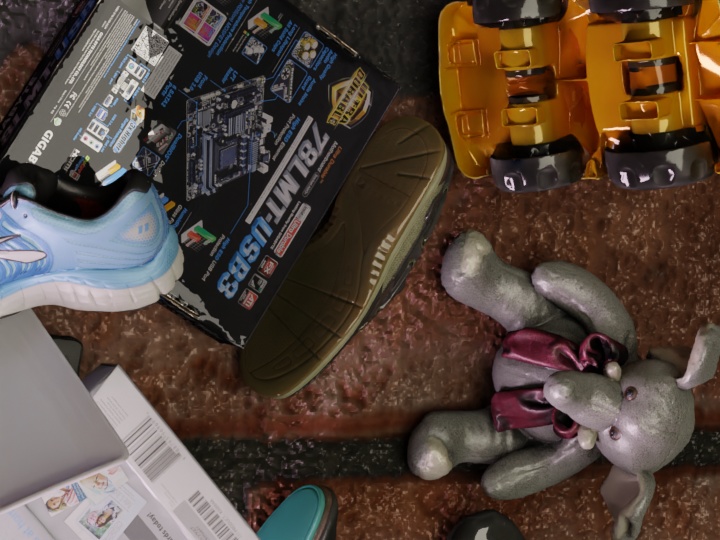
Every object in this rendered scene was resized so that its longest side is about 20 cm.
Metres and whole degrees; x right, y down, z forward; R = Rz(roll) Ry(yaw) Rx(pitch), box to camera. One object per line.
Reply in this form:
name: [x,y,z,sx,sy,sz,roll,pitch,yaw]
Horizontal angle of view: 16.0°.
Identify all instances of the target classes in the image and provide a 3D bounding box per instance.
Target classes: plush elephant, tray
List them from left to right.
tray: [-0.221,0.072,1.484,0.107,0.200,0.022,-23,137,-19]
plush elephant: [0.147,0.083,1.648,0.199,0.155,0.166,18,89,-23]

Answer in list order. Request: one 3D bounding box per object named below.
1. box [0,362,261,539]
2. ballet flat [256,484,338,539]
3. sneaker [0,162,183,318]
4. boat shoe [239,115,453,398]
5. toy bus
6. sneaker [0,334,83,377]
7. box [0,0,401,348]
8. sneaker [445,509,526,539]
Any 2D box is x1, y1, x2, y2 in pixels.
box: [-0.172,0.178,1.502,0.200,0.041,0.156,-43,103,-17]
ballet flat: [-0.065,0.228,1.628,0.068,0.068,0.200,37,91,-32]
sneaker: [-0.206,-0.026,1.497,0.198,0.079,0.090,-6,121,0]
boat shoe: [0.000,-0.001,1.624,0.202,0.072,0.066,-58,148,0]
toy bus: [0.174,-0.134,1.651,0.192,0.199,0.137,-26,110,-58]
sneaker: [-0.177,0.135,1.561,0.079,0.074,0.201,-20,103,-26]
box: [-0.104,-0.087,1.580,0.198,0.050,0.201,34,82,-23]
sneaker: [0.105,0.256,1.686,0.076,0.091,0.201,-16,100,-19]
